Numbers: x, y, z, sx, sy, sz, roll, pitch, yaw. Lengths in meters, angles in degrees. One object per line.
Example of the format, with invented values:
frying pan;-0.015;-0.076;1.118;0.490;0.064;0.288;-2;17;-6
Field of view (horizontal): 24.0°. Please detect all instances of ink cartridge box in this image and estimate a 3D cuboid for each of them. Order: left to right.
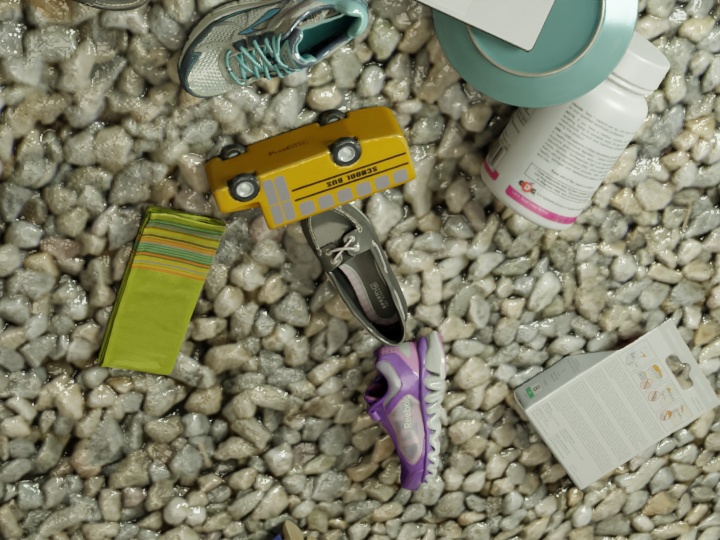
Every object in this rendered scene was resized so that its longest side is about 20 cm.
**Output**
ink cartridge box;0.300;0.149;1.982;0.199;0.050;0.161;-34;125;4

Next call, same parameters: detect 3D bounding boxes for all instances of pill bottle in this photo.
pill bottle;0.218;-0.150;1.711;0.113;0.114;0.201;21;116;-26

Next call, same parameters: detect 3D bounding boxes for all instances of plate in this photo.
plate;0.166;-0.255;1.622;0.199;0.026;0.202;2;103;8

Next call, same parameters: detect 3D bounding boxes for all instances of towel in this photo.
towel;-0.210;0.025;1.774;0.086;0.018;0.201;11;120;-21

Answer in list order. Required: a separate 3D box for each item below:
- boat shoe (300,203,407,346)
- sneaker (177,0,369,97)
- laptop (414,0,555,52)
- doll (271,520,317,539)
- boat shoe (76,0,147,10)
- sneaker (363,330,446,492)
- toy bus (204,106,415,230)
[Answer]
boat shoe;0.000;0.000;1.788;0.067;0.057;0.200;-29;126;5
sneaker;-0.082;-0.218;1.600;0.199;0.086;0.078;-28;125;4
laptop;0.117;-0.318;1.531;0.186;0.116;0.201;23;105;-5
doll;-0.129;0.390;2.024;0.200;0.049;0.136;-42;123;14
boat shoe;-0.274;-0.279;1.515;0.199;0.057;0.067;25;114;-28
sneaker;0.047;0.159;1.903;0.088;0.081;0.201;-2;119;-6
toy bus;-0.051;-0.102;1.702;0.199;0.065;0.079;-20;128;-2
